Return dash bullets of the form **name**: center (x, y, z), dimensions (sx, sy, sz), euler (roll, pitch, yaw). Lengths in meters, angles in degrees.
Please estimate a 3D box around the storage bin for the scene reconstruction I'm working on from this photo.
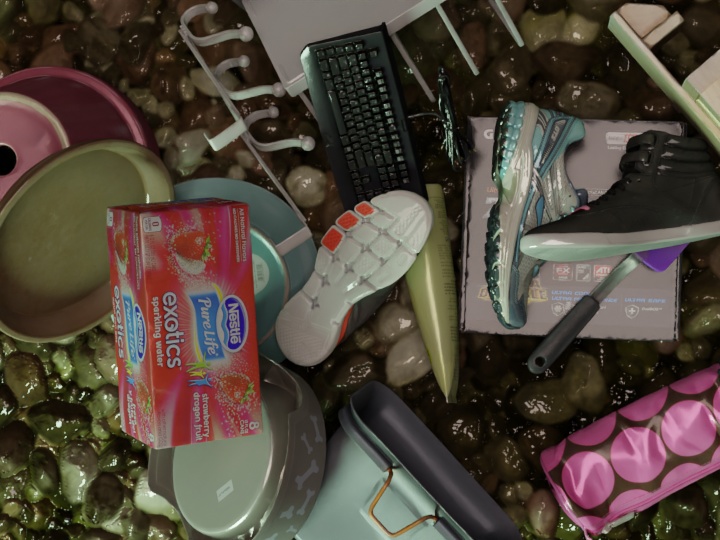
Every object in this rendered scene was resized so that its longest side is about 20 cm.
- **storage bin**: center (0.023, 0.223, 1.534), dimensions (0.200, 0.146, 0.134), euler (46, 105, 5)

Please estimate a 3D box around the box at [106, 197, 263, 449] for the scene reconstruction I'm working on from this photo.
- **box**: center (-0.148, 0.041, 1.444), dimensions (0.100, 0.095, 0.200), euler (-6, 98, -26)

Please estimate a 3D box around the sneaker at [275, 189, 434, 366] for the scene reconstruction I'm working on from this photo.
- **sneaker**: center (0.000, 0.000, 1.544), dimensions (0.077, 0.082, 0.200), euler (49, 116, 11)

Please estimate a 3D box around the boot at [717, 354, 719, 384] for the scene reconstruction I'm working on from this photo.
- **boot**: center (0.371, 0.003, 1.481), dimensions (0.200, 0.076, 0.168), euler (-13, 88, -30)

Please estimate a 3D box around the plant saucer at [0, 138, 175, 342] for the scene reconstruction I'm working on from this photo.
- **plant saucer**: center (-0.245, -0.029, 1.463), dimensions (0.029, 0.200, 0.200), euler (37, 95, 32)

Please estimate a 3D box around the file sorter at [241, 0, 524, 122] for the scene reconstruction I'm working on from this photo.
- **file sorter**: center (0.025, -0.217, 1.516), dimensions (0.200, 0.125, 0.139), euler (-32, 47, 6)

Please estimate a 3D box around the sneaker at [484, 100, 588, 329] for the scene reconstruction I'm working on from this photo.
- **sneaker**: center (0.157, -0.046, 1.495), dimensions (0.086, 0.078, 0.200), euler (5, 93, -2)

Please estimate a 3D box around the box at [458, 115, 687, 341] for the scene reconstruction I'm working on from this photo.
- **box**: center (0.192, -0.038, 1.551), dimensions (0.200, 0.050, 0.199), euler (3, 91, 7)

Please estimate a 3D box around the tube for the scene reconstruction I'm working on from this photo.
- **tube**: center (0.065, 0.023, 1.556), dimensions (0.052, 0.058, 0.200), euler (-16, 83, 49)

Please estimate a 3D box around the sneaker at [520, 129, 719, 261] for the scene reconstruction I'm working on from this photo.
- **sneaker**: center (0.221, -0.066, 1.466), dimensions (0.200, 0.071, 0.099), euler (-9, 84, -18)

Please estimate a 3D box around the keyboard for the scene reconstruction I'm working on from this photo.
- **keyboard**: center (0.029, -0.125, 1.468), dimensions (0.127, 0.021, 0.200), euler (-15, 133, 2)

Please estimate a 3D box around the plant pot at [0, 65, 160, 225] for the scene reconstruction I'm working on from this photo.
- **plant pot**: center (-0.295, -0.090, 1.548), dimensions (0.200, 0.179, 0.200), euler (0, 91, 8)

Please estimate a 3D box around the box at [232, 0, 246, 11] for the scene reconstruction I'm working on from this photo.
- **box**: center (-0.067, -0.325, 1.509), dimensions (0.176, 0.200, 0.097), euler (-31, 87, 5)

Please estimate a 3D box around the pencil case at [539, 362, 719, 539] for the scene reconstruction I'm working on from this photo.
- **pencil case**: center (0.265, 0.160, 1.521), dimensions (0.200, 0.091, 0.094), euler (-30, 55, 7)

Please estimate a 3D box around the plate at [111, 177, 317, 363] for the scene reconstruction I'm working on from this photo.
- **plate**: center (-0.133, 0.014, 1.569), dimensions (0.200, 0.026, 0.200), euler (-2, 105, -6)

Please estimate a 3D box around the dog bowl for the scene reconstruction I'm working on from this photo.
- **dog bowl**: center (-0.108, 0.168, 1.533), dimensions (0.200, 0.059, 0.200), euler (-19, 63, 44)

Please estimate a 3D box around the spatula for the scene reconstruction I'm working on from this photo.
- **spatula**: center (0.218, 0.016, 1.513), dimensions (0.057, 0.021, 0.200), euler (41, 96, -3)

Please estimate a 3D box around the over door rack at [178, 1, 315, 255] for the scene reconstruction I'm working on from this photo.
- **over door rack**: center (-0.090, -0.131, 1.491), dimensions (0.067, 0.200, 0.148), euler (-25, 131, 6)

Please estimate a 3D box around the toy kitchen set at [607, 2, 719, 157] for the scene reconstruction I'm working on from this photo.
- **toy kitchen set**: center (0.331, -0.208, 1.455), dimensions (0.180, 0.200, 0.163), euler (-42, 85, 5)
